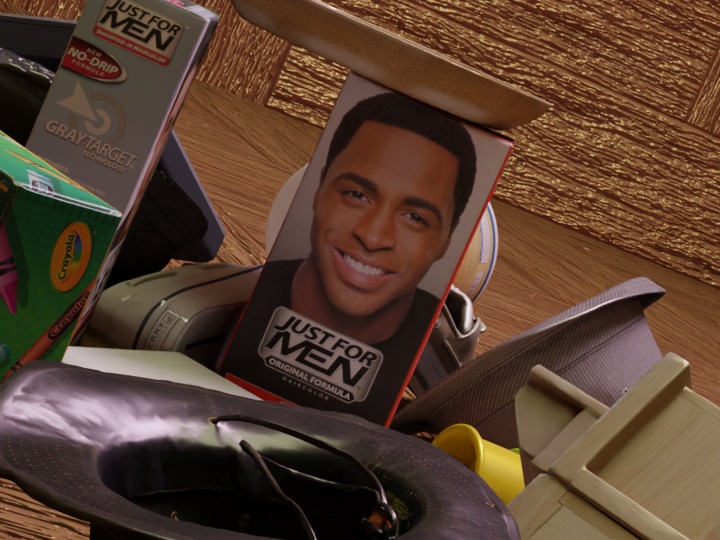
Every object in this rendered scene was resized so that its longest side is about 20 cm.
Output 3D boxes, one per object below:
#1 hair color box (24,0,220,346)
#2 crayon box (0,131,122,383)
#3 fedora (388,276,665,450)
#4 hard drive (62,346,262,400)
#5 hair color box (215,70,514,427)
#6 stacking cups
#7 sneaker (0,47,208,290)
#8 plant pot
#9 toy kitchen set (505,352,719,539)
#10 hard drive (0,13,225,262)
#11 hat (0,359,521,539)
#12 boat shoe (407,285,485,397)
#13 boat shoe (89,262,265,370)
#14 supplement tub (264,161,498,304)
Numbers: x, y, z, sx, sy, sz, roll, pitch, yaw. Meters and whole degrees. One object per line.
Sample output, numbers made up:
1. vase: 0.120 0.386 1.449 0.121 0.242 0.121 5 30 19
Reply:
1. hair color box: -0.140 -0.050 1.009 0.060 0.201 0.099 23 8 -4
2. crayon box: -0.197 -0.011 0.882 0.058 0.119 0.200 17 10 -42
3. fedora: 0.121 0.084 1.203 0.200 0.177 0.090 -20 76 -52
4. hard drive: -0.048 0.093 0.974 0.200 0.027 0.132 27 8 25
5. hair color box: 0.000 0.000 1.095 0.101 0.201 0.061 24 7 3
6. stacking cups: 0.122 0.145 1.066 0.200 0.061 0.060 26 6 -28
7. sneaker: -0.168 -0.049 1.107 0.076 0.091 0.200 29 -13 49
8. plant pot: 0.011 -0.121 1.098 0.199 0.028 0.200 23 7 -3
9. toy kitchen set: 0.079 0.146 0.831 0.163 0.180 0.200 33 -28 35
10. hard drive: -0.180 -0.081 1.250 0.139 0.033 0.200 8 -34 24
11. hat: -0.044 0.102 0.698 0.200 0.081 0.201 16 14 -4
12. boat shoe: 0.047 0.043 1.275 0.075 0.068 0.200 50 3 30
13. boat shoe: -0.088 0.020 1.164 0.067 0.074 0.200 29 9 19
14. supplement tub: 0.017 -0.023 1.515 0.144 0.145 0.200 26 8 15
